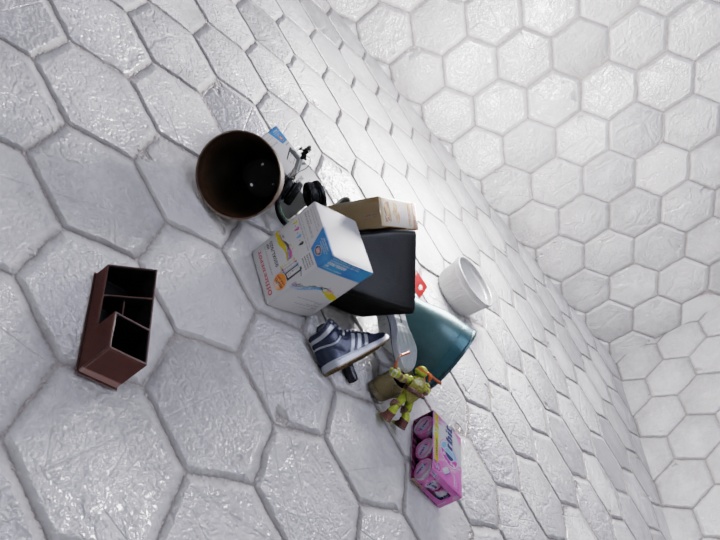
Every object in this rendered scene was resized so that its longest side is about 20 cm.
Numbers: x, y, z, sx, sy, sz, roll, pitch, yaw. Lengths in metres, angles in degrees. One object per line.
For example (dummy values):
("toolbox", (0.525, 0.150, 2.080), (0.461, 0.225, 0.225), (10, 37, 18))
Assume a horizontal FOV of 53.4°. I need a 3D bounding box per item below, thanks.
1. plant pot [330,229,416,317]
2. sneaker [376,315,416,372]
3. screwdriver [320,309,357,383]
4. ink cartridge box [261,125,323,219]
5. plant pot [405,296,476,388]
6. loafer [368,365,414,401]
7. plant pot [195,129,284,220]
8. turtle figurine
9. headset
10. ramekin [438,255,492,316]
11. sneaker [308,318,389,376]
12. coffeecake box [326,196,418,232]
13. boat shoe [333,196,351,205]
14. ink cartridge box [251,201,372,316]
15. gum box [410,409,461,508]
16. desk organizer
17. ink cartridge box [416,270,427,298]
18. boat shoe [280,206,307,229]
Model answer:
("plant pot", (0.000, 0.000, 1.706), (0.177, 0.199, 0.201), (9, 79, -39))
("sneaker", (0.084, 0.169, 1.744), (0.073, 0.071, 0.201), (26, 38, -34))
("screwdriver", (-0.052, 0.163, 1.633), (0.029, 0.028, 0.201), (-9, 68, -33))
("ink cartridge box", (-0.199, -0.249, 1.818), (0.200, 0.084, 0.145), (51, 25, -13))
("plant pot", (0.167, 0.173, 1.863), (0.188, 0.200, 0.200), (40, 24, 2))
("loafer", (0.091, 0.267, 1.727), (0.076, 0.067, 0.200), (59, 24, 8))
("plant pot", (-0.245, -0.209, 1.598), (0.187, 0.187, 0.200), (55, 9, -1))
("turtle figurine", (0.119, 0.285, 1.649), (0.064, 0.162, 0.200), (26, -7, 41))
("headset", (-0.136, -0.192, 1.707), (0.123, 0.094, 0.201), (7, 72, -19))
("ramekin", (0.355, 0.060, 2.456), (0.200, 0.105, 0.201), (43, 27, -28))
("sneaker", (-0.027, 0.150, 1.594), (0.199, 0.070, 0.109), (-22, 74, -41))
("coffeecake box", (0.029, -0.127, 1.745), (0.200, 0.153, 0.074), (-1, 84, -60))
("boat shoe", (-0.083, -0.108, 1.792), (0.200, 0.072, 0.062), (-56, 154, -34))
("ink cartridge box", (-0.107, -0.019, 1.554), (0.144, 0.200, 0.148), (21, 41, -49))
("gum box", (0.177, 0.441, 1.670), (0.114, 0.066, 0.200), (47, 25, -20))
("desk organizer", (-0.367, 0.072, 1.091), (0.072, 0.077, 0.201), (37, 30, -37))
("ink cartridge box", (0.106, -0.001, 2.102), (0.200, 0.067, 0.116), (54, 24, -3))
("boat shoe", (-0.143, -0.123, 1.786), (0.063, 0.073, 0.201), (39, 36, -7))
